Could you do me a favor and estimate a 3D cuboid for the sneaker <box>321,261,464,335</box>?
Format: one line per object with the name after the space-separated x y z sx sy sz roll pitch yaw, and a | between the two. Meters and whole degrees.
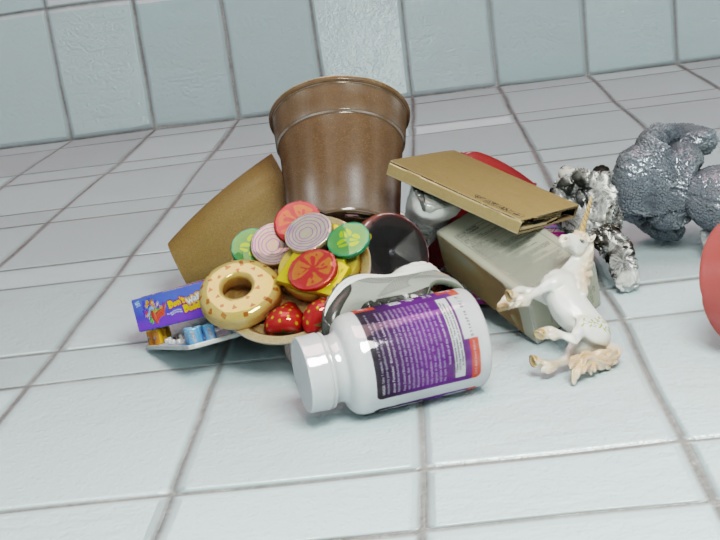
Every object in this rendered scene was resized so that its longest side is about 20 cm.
0.038 0.039 1.464 0.200 0.074 0.079 -19 25 -37 | sneaker

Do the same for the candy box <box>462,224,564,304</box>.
0.221 -0.011 1.747 0.136 0.061 0.200 -2 16 20 | candy box

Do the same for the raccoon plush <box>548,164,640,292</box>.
0.314 -0.055 1.728 0.096 0.201 0.134 -16 -11 13 | raccoon plush

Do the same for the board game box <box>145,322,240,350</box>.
-0.160 0.064 1.645 0.199 0.026 0.200 -15 3 -25 | board game box

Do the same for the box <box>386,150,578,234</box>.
0.156 -0.103 1.618 0.200 0.021 0.163 27 23 28 | box

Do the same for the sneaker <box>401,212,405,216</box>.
-0.010 -0.042 1.991 0.199 0.076 0.088 -3 30 29 | sneaker

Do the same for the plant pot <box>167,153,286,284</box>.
-0.176 -0.045 1.891 0.199 0.187 0.186 -28 17 -4 | plant pot

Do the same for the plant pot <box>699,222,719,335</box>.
0.473 0.008 1.354 0.200 0.201 0.177 -20 10 -39 | plant pot

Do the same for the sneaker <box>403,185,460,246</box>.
0.088 -0.066 1.668 0.074 0.087 0.200 23 1 4 | sneaker

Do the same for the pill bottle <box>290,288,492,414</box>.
0.031 0.092 1.375 0.199 0.112 0.111 -12 16 -15 | pill bottle

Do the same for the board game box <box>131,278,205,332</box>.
-0.195 0.032 1.721 0.134 0.045 0.200 -13 2 25 | board game box

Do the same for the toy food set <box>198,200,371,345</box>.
-0.083 0.002 1.531 0.199 0.049 0.198 13 58 30 | toy food set

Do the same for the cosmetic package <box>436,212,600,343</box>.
0.193 -0.004 1.580 0.105 0.071 0.200 -28 38 -16 | cosmetic package

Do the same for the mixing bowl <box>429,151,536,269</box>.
0.144 -0.100 1.836 0.200 0.108 0.200 -40 2 2 | mixing bowl

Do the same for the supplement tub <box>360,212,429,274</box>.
0.000 0.000 1.658 0.107 0.107 0.200 -17 -6 -29 | supplement tub

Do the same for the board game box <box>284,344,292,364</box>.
0.018 0.086 1.525 0.199 0.047 0.151 -12 16 -12 | board game box

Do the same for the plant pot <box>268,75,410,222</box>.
-0.024 -0.129 1.754 0.199 0.199 0.200 -3 -27 -2 | plant pot

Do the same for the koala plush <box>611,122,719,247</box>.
0.466 -0.106 1.761 0.200 0.178 0.183 27 15 37 | koala plush

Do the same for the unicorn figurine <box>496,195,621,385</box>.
0.230 0.033 1.442 0.137 0.201 0.074 -14 -18 -22 | unicorn figurine
